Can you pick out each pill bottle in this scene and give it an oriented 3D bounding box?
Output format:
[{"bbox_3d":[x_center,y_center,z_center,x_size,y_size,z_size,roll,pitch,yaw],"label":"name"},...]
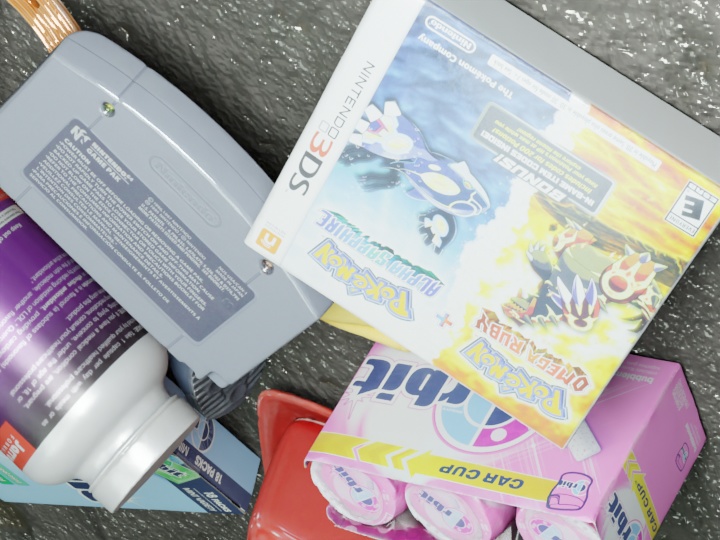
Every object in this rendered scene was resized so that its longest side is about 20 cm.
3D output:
[{"bbox_3d":[-0.191,0.045,1.471,0.200,0.112,0.113,43,148,3],"label":"pill bottle"}]

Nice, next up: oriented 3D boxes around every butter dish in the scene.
[{"bbox_3d":[0.001,0.199,1.568,0.199,0.148,0.200,21,145,20],"label":"butter dish"}]

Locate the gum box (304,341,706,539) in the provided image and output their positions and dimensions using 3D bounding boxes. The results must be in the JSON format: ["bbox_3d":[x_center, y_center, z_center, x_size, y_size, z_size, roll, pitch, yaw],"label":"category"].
[{"bbox_3d":[0.075,0.097,1.399,0.199,0.114,0.066,10,141,34],"label":"gum box"}]

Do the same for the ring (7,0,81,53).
[{"bbox_3d":[-0.201,-0.116,1.428,0.200,0.019,0.201,31,143,27],"label":"ring"}]

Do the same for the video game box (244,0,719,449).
[{"bbox_3d":[0.063,-0.033,1.248,0.199,0.047,0.183,32,128,3],"label":"video game box"}]

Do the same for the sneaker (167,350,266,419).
[{"bbox_3d":[-0.106,0.001,1.496,0.082,0.070,0.201,32,147,34],"label":"sneaker"}]

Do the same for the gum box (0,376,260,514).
[{"bbox_3d":[-0.192,0.103,1.645,0.199,0.045,0.170,1,152,30],"label":"gum box"}]

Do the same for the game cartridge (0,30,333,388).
[{"bbox_3d":[-0.108,-0.033,1.363,0.200,0.041,0.133,45,142,-8],"label":"game cartridge"}]

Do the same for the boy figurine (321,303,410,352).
[{"bbox_3d":[0.000,0.000,1.389,0.199,0.065,0.125,3,138,35],"label":"boy figurine"}]
